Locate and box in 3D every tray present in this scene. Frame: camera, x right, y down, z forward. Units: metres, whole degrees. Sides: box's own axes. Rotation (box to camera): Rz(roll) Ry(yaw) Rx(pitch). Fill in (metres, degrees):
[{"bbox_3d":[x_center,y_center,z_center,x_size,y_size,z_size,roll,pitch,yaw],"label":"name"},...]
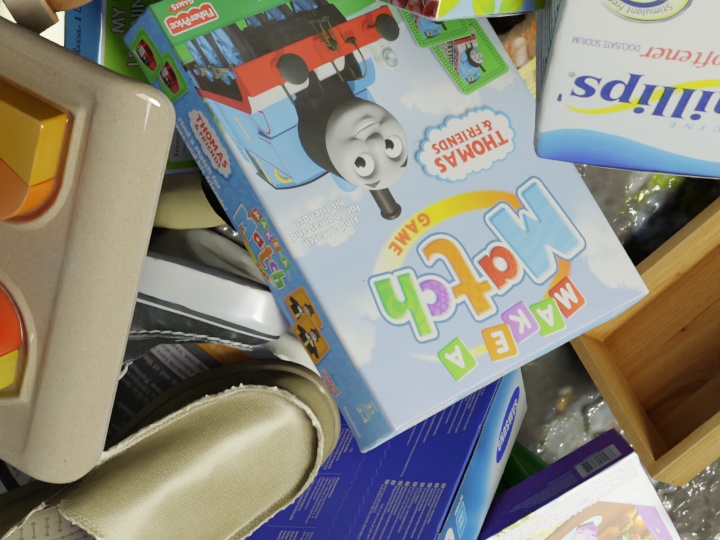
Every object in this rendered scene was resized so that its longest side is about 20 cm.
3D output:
[{"bbox_3d":[0.205,0.009,1.180,0.200,0.099,0.037,-41,147,20],"label":"tray"}]

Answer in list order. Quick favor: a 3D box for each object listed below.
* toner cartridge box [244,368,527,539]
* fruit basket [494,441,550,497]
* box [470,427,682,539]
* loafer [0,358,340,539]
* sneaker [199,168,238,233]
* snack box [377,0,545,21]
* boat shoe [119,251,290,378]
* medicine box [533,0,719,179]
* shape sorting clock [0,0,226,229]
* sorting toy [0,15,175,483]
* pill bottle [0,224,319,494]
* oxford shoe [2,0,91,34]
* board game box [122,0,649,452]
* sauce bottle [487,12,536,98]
[{"bbox_3d":[0.008,0.111,1.108,0.095,0.200,0.043,2,127,21],"label":"toner cartridge box"},{"bbox_3d":[0.072,0.214,1.237,0.215,0.156,0.216,-11,122,-17],"label":"fruit basket"},{"bbox_3d":[0.072,0.185,1.142,0.200,0.039,0.137,-30,109,-2],"label":"box"},{"bbox_3d":[-0.096,0.109,1.012,0.200,0.067,0.076,-31,111,3],"label":"loafer"},{"bbox_3d":[0.000,0.000,1.076,0.200,0.073,0.082,28,137,-30],"label":"sneaker"},{"bbox_3d":[0.007,-0.214,0.914,0.068,0.169,0.200,-9,115,-41],"label":"snack box"},{"bbox_3d":[-0.122,0.022,1.012,0.072,0.200,0.068,17,82,-68],"label":"boat shoe"},{"bbox_3d":[0.131,-0.168,0.914,0.103,0.182,0.200,6,138,-1],"label":"medicine box"},{"bbox_3d":[-0.069,-0.114,1.043,0.200,0.039,0.200,-13,117,-27],"label":"shape sorting clock"},{"bbox_3d":[-0.182,-0.025,0.970,0.036,0.200,0.185,-33,143,-57],"label":"sorting toy"},{"bbox_3d":[-0.104,0.086,1.102,0.116,0.116,0.200,31,103,-35],"label":"pill bottle"},{"bbox_3d":[-0.151,-0.193,0.931,0.071,0.071,0.200,-29,121,-1],"label":"oxford shoe"},{"bbox_3d":[0.013,-0.043,0.991,0.151,0.200,0.037,-26,173,-34],"label":"board game box"},{"bbox_3d":[0.065,-0.043,1.132,0.066,0.066,0.200,-20,129,-13],"label":"sauce bottle"}]
